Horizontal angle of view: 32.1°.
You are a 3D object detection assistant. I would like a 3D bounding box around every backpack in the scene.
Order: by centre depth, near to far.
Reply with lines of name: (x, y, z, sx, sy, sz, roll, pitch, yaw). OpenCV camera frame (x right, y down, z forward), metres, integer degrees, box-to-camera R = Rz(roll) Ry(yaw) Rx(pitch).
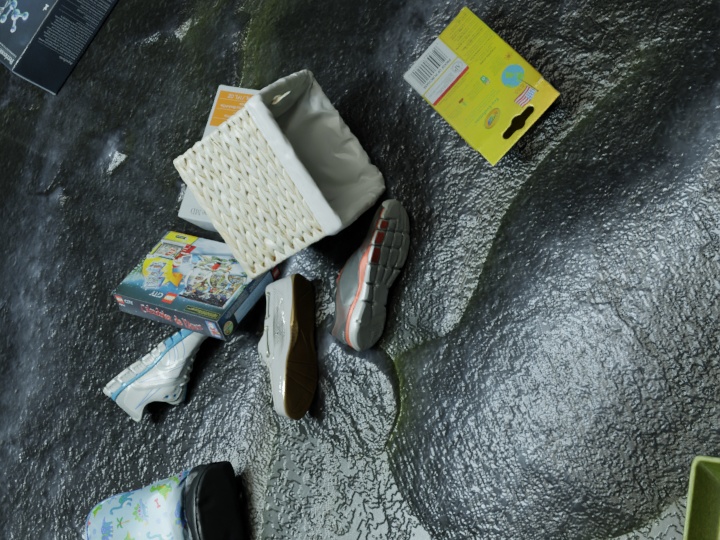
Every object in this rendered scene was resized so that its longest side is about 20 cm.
backpack: (-0.264, 0.348, 1.646, 0.199, 0.153, 0.165, -20, 72, 39)

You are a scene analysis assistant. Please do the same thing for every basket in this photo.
basket: (-0.100, -0.123, 1.615, 0.160, 0.198, 0.201, -32, 96, 25)

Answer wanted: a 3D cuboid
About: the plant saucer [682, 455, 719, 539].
plant saucer: (0.432, 0.304, 1.281, 0.199, 0.048, 0.201, 3, 77, 32)

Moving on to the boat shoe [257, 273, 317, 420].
boat shoe: (-0.102, 0.105, 1.657, 0.069, 0.071, 0.202, -14, 60, 28)

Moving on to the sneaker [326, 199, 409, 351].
sneaker: (0.000, 0.000, 1.624, 0.081, 0.077, 0.202, 12, 81, 40)

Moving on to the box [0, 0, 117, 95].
box: (-0.517, -0.419, 2.045, 0.148, 0.107, 0.201, 38, 97, 33)

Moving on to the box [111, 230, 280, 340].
box: (-0.229, 0.018, 1.737, 0.199, 0.038, 0.137, 13, 50, 34)

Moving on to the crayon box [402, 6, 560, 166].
crayon box: (0.161, -0.230, 1.609, 0.127, 0.051, 0.200, -46, 57, 11)

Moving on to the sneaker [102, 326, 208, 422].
sneaker: (-0.259, 0.136, 1.751, 0.200, 0.075, 0.087, -38, 92, 8)

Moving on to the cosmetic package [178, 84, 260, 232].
cosmetic package: (-0.174, -0.154, 1.777, 0.101, 0.071, 0.202, 11, 82, 33)
